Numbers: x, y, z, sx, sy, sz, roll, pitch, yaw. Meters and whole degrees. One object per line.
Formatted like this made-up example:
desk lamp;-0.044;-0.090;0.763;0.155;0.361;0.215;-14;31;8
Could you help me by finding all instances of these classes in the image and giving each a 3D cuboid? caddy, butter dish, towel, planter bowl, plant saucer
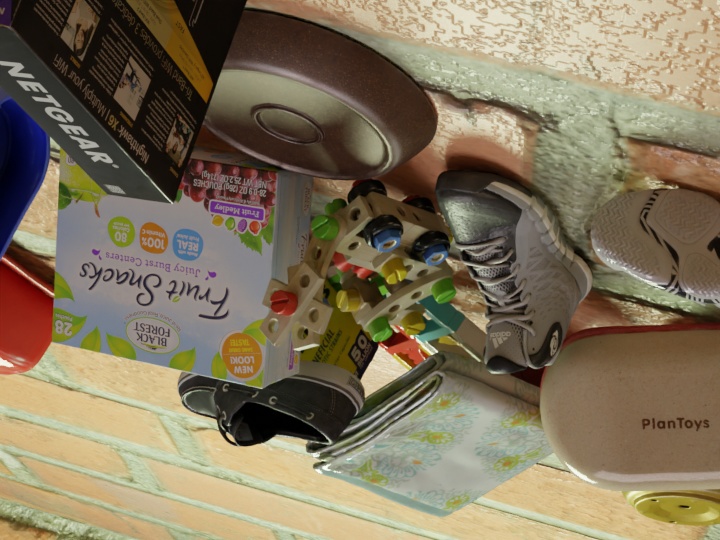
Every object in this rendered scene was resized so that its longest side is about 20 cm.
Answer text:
caddy;-0.329;-0.072;1.313;0.141;0.201;0.105;31;174;-30
butter dish;-0.424;0.059;1.805;0.199;0.149;0.199;5;156;34
towel;0.074;0.145;1.451;0.171;0.048;0.199;-33;142;32
planter bowl;0.298;0.181;1.541;0.199;0.084;0.201;7;157;3
plant saucer;-0.046;-0.113;1.177;0.199;0.035;0.200;16;161;5

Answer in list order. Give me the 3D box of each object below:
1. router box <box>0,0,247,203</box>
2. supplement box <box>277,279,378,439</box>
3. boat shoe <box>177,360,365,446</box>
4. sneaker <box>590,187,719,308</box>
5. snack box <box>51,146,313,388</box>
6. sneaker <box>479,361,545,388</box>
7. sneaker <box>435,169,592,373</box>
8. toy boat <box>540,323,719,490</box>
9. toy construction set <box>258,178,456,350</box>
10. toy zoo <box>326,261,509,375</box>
router box;-0.143;-0.154;0.966;0.052;0.158;0.200;8;158;24
supplement box;-0.091;0.046;1.471;0.109;0.109;0.200;0;141;40
boat shoe;-0.085;0.116;1.395;0.199;0.066;0.070;2;141;37
sneaker;0.253;0.008;1.172;0.198;0.076;0.115;13;157;6
snack box;-0.141;-0.011;1.321;0.199;0.170;0.068;11;-167;26
sneaker;0.169;0.104;1.556;0.115;0.079;0.200;-1;160;-25
sneaker;0.109;0.014;1.256;0.075;0.116;0.200;2;155;38
toy boat;0.246;0.099;1.360;0.198;0.132;0.131;-2;-165;13
toy construction set;0.000;0.000;1.279;0.131;0.092;0.200;-39;163;25
toy zoo;0.053;0.053;1.473;0.200;0.021;0.131;41;156;-12
